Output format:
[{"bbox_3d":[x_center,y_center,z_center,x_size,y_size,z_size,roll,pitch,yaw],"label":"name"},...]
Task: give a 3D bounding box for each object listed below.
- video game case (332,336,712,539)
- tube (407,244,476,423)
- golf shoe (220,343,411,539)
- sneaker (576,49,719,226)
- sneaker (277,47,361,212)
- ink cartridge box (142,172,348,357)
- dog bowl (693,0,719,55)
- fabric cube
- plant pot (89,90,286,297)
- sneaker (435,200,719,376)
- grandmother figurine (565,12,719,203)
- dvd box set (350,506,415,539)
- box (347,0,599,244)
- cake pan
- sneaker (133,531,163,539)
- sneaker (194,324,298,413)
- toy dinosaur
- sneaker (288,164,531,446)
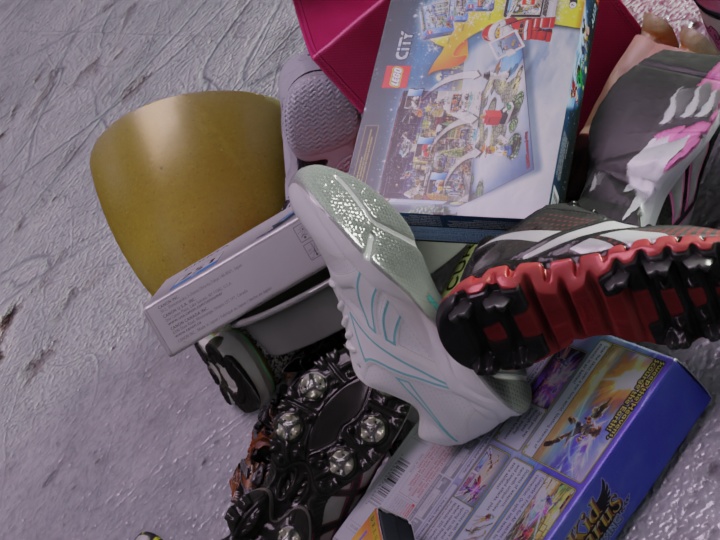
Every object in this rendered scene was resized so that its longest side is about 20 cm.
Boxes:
[{"bbox_3d":[0.094,0.124,0.976,0.201,0.045,0.181,-53,28,-9],"label":"video game case"},{"bbox_3d":[0.079,0.017,1.123,0.058,0.052,0.201,-6,48,45],"label":"tube"},{"bbox_3d":[-0.025,0.131,1.059,0.077,0.088,0.201,35,94,20],"label":"golf shoe"},{"bbox_3d":[0.182,-0.048,1.023,0.080,0.086,0.201,25,76,35],"label":"sneaker"},{"bbox_3d":[-0.030,-0.092,1.291,0.074,0.202,0.115,-1,36,-2],"label":"sneaker"},{"bbox_3d":[-0.052,-0.021,1.165,0.199,0.045,0.176,-30,8,9],"label":"ink cartridge box"},{"bbox_3d":[0.309,-0.231,1.091,0.199,0.074,0.201,-33,32,24],"label":"dog bowl"},{"bbox_3d":[0.083,-0.198,1.231,0.199,0.200,0.197,-38,29,12],"label":"fabric cube"},{"bbox_3d":[-0.127,-0.039,1.359,0.199,0.199,0.143,-28,58,31],"label":"plant pot"},{"bbox_3d":[0.142,-0.001,0.906,0.198,0.071,0.098,-10,35,22],"label":"sneaker"},{"bbox_3d":[0.174,-0.081,1.110,0.201,0.061,0.121,-54,41,-6],"label":"grandmother figurine"},{"bbox_3d":[-0.023,0.258,0.933,0.201,0.029,0.147,-55,25,22],"label":"dvd box set"},{"bbox_3d":[0.074,-0.114,1.029,0.135,0.038,0.202,3,64,21],"label":"box"},{"bbox_3d":[0.000,0.000,1.129,0.199,0.037,0.200,-31,7,4],"label":"cake pan"},{"bbox_3d":[-0.127,0.242,1.104,0.077,0.075,0.200,-55,27,-9],"label":"sneaker"},{"bbox_3d":[-0.081,0.060,1.272,0.088,0.077,0.200,-30,14,-12],"label":"sneaker"},{"bbox_3d":[-0.029,0.085,1.154,0.136,0.101,0.202,169,116,-70],"label":"toy dinosaur"},{"bbox_3d":[0.014,0.026,0.969,0.080,0.201,0.070,-38,2,31],"label":"sneaker"}]
